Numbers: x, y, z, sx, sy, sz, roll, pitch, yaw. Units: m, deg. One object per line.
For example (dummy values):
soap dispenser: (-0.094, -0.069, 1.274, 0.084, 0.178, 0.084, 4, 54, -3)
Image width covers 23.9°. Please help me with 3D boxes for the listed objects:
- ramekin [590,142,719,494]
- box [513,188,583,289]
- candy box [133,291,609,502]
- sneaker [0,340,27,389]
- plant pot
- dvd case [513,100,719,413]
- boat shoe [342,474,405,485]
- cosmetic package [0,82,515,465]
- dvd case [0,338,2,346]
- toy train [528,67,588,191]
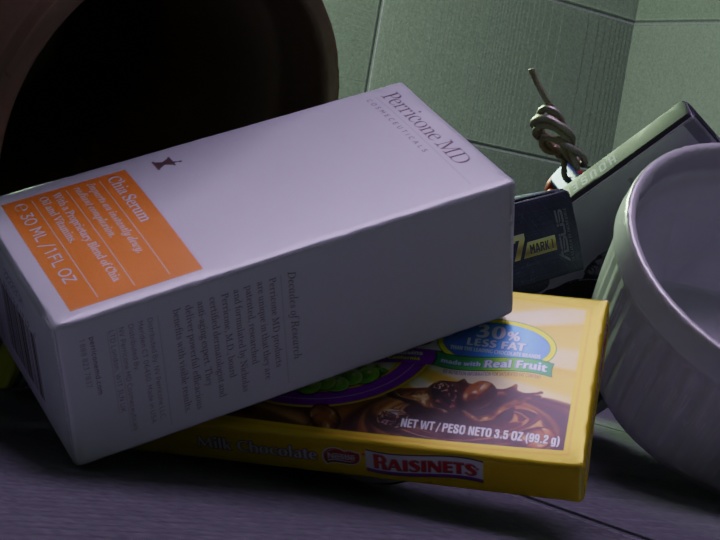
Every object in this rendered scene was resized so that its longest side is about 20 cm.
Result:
ramekin: (0.220, 0.034, 0.936, 0.200, 0.105, 0.200, 12, 43, -11)
box: (0.000, 0.000, 0.953, 0.157, 0.051, 0.200, -16, 5, -36)
candy box: (0.002, 0.043, 0.726, 0.199, 0.026, 0.102, 5, 40, 11)
sneaker: (-0.140, 0.000, 0.917, 0.082, 0.074, 0.200, 14, 38, -9)
plant pot: (-0.137, -0.090, 0.803, 0.200, 0.201, 0.174, 8, 19, -48)
dvd case: (0.159, 0.005, 1.039, 0.150, 0.200, 0.025, 42, 22, -31)
boat shoe: (-0.020, 0.052, 0.811, 0.200, 0.071, 0.070, 32, -20, 47)
cosmetic package: (-0.046, -0.004, 0.706, 0.200, 0.071, 0.101, -18, 38, -22)
dvd case: (-0.178, 0.009, 1.151, 0.200, 0.016, 0.149, -17, 17, -34)
toy train: (0.108, -0.019, 1.093, 0.116, 0.200, 0.085, -33, 23, 2)
